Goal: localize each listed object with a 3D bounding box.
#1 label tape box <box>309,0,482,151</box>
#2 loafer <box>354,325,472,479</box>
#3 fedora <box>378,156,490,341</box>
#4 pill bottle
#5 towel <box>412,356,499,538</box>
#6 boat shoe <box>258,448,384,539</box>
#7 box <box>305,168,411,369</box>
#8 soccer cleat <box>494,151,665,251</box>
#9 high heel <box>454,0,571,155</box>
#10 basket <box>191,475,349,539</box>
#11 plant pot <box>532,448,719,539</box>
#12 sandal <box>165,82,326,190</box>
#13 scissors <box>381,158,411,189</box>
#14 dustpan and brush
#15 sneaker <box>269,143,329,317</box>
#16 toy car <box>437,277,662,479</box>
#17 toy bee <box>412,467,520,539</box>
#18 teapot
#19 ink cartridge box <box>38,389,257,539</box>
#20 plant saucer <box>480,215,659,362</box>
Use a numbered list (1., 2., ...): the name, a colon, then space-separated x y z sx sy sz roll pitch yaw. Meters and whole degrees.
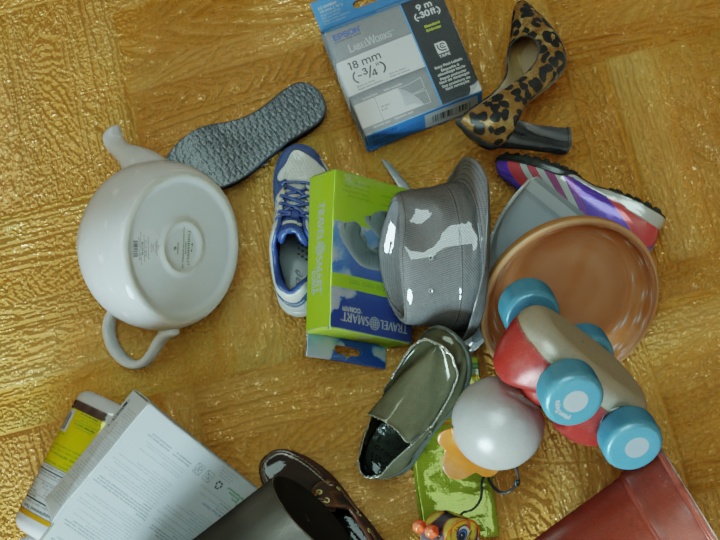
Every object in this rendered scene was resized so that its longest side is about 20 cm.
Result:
1. label tape box: 0.037 -0.257 1.737 0.144 0.063 0.200 -21 76 -1
2. loafer: 0.053 0.148 1.587 0.075 0.070 0.200 32 119 17
3. fedora: 0.073 -0.020 1.601 0.090 0.177 0.201 -2 110 -14
4. pill bottle: -0.296 0.239 1.626 0.109 0.109 0.200 24 80 10
5. towel: 0.097 0.194 1.649 0.086 0.018 0.201 -7 77 4
6. boat shoe: -0.034 0.264 1.618 0.200 0.070 0.070 43 84 14
7. box: 0.000 0.000 1.655 0.048 0.122 0.201 -14 70 48
8. soccer cleat: 0.234 -0.069 1.677 0.200 0.068 0.073 24 88 9
9. high heel: 0.157 -0.224 1.680 0.142 0.071 0.201 5 64 -29
10. basket: -0.114 0.318 1.542 0.200 0.136 0.180 -45 119 10
11. plant pot: 0.268 0.306 1.529 0.195 0.201 0.201 -31 76 6
12. sandal: -0.128 -0.145 1.742 0.200 0.043 0.076 -27 83 -11
13. scissors: 0.081 -0.043 1.708 0.200 0.014 0.073 39 85 10
14. dustpan and brush: 0.174 0.015 1.654 0.139 0.057 0.200 38 115 -8
15. sneaker: -0.065 -0.052 1.686 0.075 0.088 0.201 -5 75 6
16. toy car: 0.170 0.148 1.543 0.177 0.184 0.200 37 108 -28
17. toy bee: 0.088 0.292 1.570 0.131 0.109 0.201 -16 70 43
18. teapot: -0.241 -0.025 1.667 0.146 0.198 0.200 3 50 42
19. ink cartridge box: -0.231 0.255 1.581 0.200 0.200 0.041 -52 41 -10
20. plant saucer: 0.219 0.030 1.618 0.199 0.037 0.201 -6 117 -11
